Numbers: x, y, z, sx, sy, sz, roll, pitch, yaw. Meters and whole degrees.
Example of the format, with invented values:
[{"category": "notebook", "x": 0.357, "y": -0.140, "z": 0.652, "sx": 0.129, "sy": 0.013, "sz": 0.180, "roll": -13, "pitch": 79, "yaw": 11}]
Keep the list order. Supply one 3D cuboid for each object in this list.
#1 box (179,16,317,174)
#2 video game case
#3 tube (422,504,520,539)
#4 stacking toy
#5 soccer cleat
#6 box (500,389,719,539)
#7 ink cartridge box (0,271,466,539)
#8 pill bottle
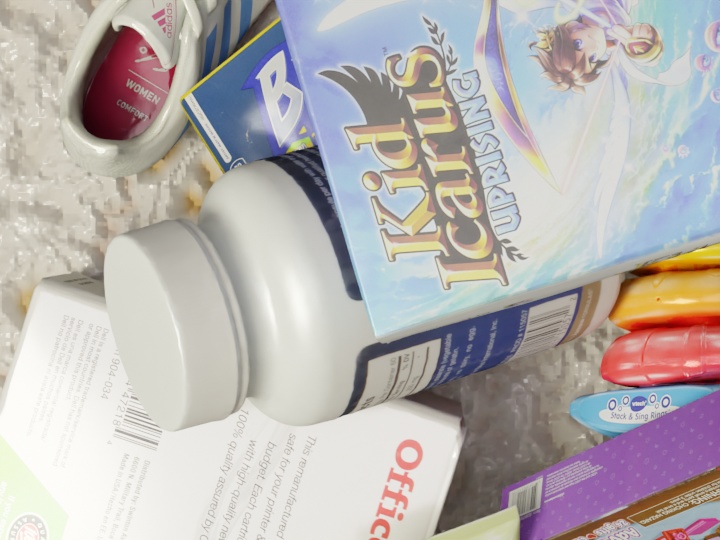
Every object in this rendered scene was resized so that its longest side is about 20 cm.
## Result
[{"category": "box", "x": 0.022, "y": -0.106, "z": 0.941, "sx": 0.200, "sy": 0.070, "sz": 0.064, "roll": -37, "pitch": 78, "yaw": 18}, {"category": "video game case", "x": 0.064, "y": -0.093, "z": 0.811, "sx": 0.180, "sy": 0.045, "sz": 0.201, "roll": -17, "pitch": 86, "yaw": 7}, {"category": "tube", "x": 0.045, "y": 0.194, "z": 0.940, "sx": 0.052, "sy": 0.058, "sz": 0.201, "roll": 9, "pitch": 125, "yaw": 29}, {"category": "stacking toy", "x": 0.157, "y": -0.025, "z": 0.940, "sx": 0.109, "sy": 0.116, "sz": 0.201, "roll": 5, "pitch": 82, "yaw": -39}, {"category": "soccer cleat", "x": -0.073, "y": -0.131, "z": 0.966, "sx": 0.070, "sy": 0.086, "sz": 0.201, "roll": 27, "pitch": 92, "yaw": 2}, {"category": "box", "x": 0.172, "y": 0.102, "z": 0.894, "sx": 0.136, "sy": 0.200, "sz": 0.039, "roll": 27, "pitch": 53, "yaw": -27}, {"category": "ink cartridge box", "x": -0.067, "y": 0.101, "z": 0.973, "sx": 0.199, "sy": 0.084, "sz": 0.146, "roll": 19, "pitch": 93, "yaw": 2}, {"category": "pill bottle", "x": 0.000, "y": 0.000, "z": 0.898, "sx": 0.199, "sy": 0.111, "sz": 0.112, "roll": -16, "pitch": 91, "yaw": -24}]
